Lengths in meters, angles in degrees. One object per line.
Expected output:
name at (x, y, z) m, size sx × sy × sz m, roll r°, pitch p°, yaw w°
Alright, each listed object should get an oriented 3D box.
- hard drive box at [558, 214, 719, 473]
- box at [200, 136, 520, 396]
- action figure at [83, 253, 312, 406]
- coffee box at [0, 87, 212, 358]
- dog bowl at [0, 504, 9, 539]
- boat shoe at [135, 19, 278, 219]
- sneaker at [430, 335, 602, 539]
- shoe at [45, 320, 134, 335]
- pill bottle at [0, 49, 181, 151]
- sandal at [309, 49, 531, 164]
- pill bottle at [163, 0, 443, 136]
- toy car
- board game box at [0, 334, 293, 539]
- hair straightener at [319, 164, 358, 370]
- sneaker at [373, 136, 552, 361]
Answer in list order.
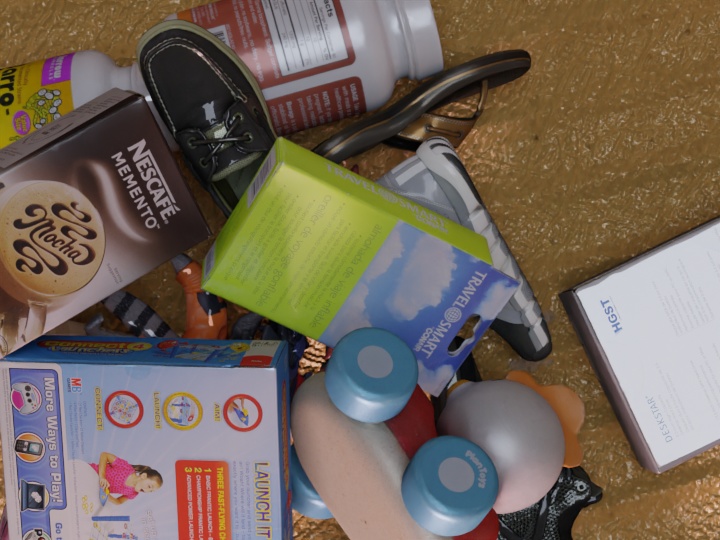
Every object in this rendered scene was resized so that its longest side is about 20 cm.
hard drive box at (0.278, 0.043, 1.259) m, size 0.199 × 0.077 × 0.157 m, roll -25°, pitch 88°, yaw -2°
box at (0.000, 0.000, 1.172) m, size 0.199 × 0.048 × 0.122 m, roll 26°, pitch 117°, yaw -18°
action figure at (-0.102, 0.050, 1.232) m, size 0.104 × 0.200 × 0.194 m, roll -24°, pitch 117°, yaw 39°
coffee box at (-0.218, -0.029, 1.111) m, size 0.199 × 0.080 × 0.114 m, roll -31°, pitch 110°, yaw -14°
dog bowl at (-0.185, 0.222, 1.234) m, size 0.199 × 0.074 × 0.202 m, roll 0°, pitch 94°, yaw 0°
boat shoe at (-0.092, -0.090, 1.172) m, size 0.071 × 0.066 × 0.201 m, roll -27°, pitch 125°, yaw 7°
sneaker at (0.117, 0.138, 1.255) m, size 0.113 × 0.076 × 0.201 m, roll -15°, pitch 91°, yaw -4°
shoe at (-0.190, 0.082, 1.257) m, size 0.199 × 0.053 × 0.070 m, roll 16°, pitch 89°, yaw -3°
pill bottle at (-0.237, -0.107, 1.229) m, size 0.199 × 0.104 × 0.105 m, roll -12°, pitch 88°, yaw 5°
sandal at (0.046, -0.110, 1.248) m, size 0.199 × 0.082 × 0.055 m, roll -29°, pitch 90°, yaw -15°
pill bottle at (-0.043, -0.165, 1.242) m, size 0.199 × 0.112 × 0.113 m, roll -15°, pitch 88°, yaw -2°
toy car at (0.069, 0.120, 1.159) m, size 0.199 × 0.185 × 0.177 m, roll -24°, pitch 67°, yaw -30°
board game box at (-0.147, 0.148, 1.136) m, size 0.194 × 0.056 × 0.201 m, roll 2°, pitch 107°, yaw 6°
hair straightener at (0.014, 0.021, 1.270) m, size 0.076 × 0.041 × 0.202 m, roll 9°, pitch 82°, yaw -1°
sneaker at (0.060, 0.004, 1.246) m, size 0.115 × 0.075 × 0.201 m, roll -29°, pitch 110°, yaw 4°
